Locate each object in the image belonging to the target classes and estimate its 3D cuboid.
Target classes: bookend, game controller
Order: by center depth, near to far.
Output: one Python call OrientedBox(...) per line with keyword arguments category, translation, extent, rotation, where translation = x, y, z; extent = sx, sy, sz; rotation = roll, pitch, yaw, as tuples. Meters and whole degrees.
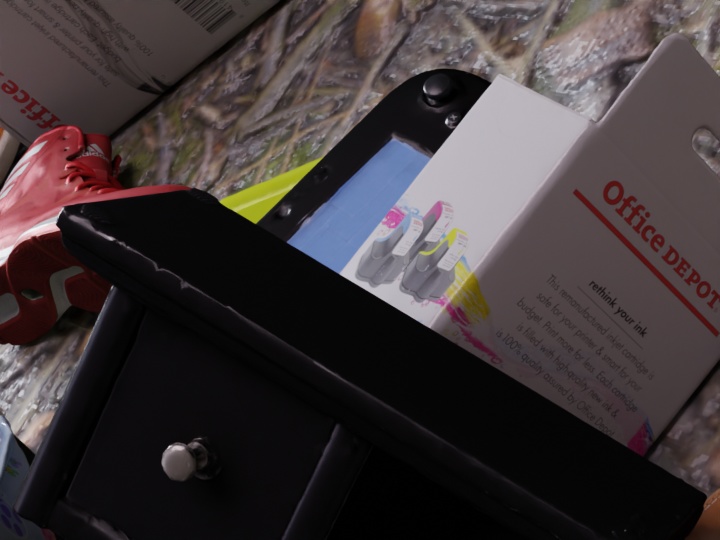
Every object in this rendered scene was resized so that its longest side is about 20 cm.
OrientedBox(category="bookend", translation=(-0.031, 0.110, 0.621), extent=(0.199, 0.092, 0.200), rotation=(31, 105, 16))
OrientedBox(category="game controller", translation=(0.000, 0.000, 0.797), extent=(0.200, 0.042, 0.104), rotation=(-46, 42, -17))

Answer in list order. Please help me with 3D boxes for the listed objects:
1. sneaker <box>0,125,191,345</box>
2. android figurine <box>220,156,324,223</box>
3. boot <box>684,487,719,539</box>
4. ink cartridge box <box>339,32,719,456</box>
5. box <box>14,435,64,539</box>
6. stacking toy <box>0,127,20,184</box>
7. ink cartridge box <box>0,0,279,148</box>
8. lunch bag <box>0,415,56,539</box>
OrientedBox(category="sneaker", translation=(-0.139, -0.039, 1.036), extent=(0.199, 0.078, 0.116), rotation=(-14, 49, 39))
OrientedBox(category="android figurine", translation=(-0.034, 0.022, 0.856), extent=(0.199, 0.041, 0.183), rotation=(-24, 41, 10))
OrientedBox(category="boot", translation=(0.158, 0.098, 0.580), extent=(0.200, 0.074, 0.155), rotation=(-45, 31, 3))
OrientedBox(category="ink cartridge box", translation=(0.063, 0.015, 0.723), extent=(0.200, 0.115, 0.068), rotation=(-51, 35, -2))
OrientedBox(category="box", translation=(-0.158, 0.145, 0.767), extent=(0.141, 0.200, 0.079), rotation=(-43, 9, 6))
OrientedBox(category="stacking toy", translation=(-0.311, -0.106, 1.181), extent=(0.146, 0.200, 0.147), rotation=(-30, 39, 27))
OrientedBox(category="ink cartridge box", translation=(-0.144, -0.172, 1.102), extent=(0.199, 0.145, 0.084), rotation=(-35, 38, 21))
OrientedBox(category="lunch bag", translation=(-0.144, 0.159, 0.626), extent=(0.126, 0.171, 0.200), rotation=(-18, 13, -3))
